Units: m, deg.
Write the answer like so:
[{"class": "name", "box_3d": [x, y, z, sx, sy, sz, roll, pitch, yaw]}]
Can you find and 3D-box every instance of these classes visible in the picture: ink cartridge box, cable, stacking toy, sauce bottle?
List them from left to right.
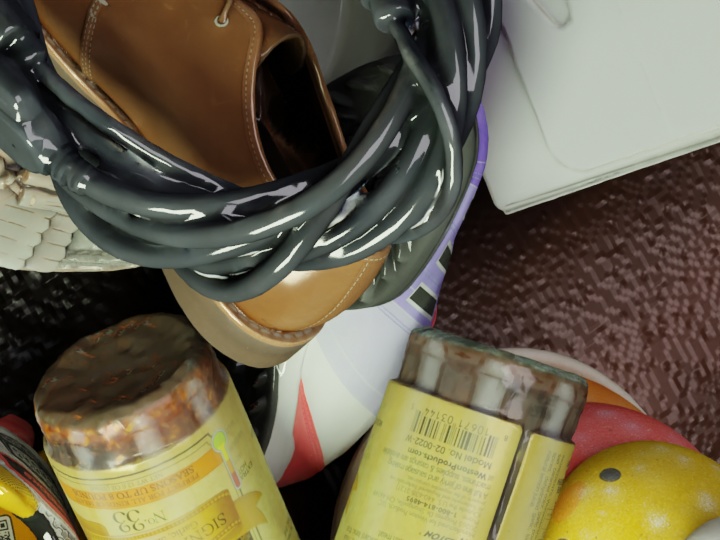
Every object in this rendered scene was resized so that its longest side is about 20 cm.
[{"class": "cable", "box_3d": [-0.039, -0.086, 0.811, 0.200, 0.051, 0.163, 40, 83, 18]}, {"class": "sauce bottle", "box_3d": [-0.043, 0.110, 0.938, 0.066, 0.066, 0.201, -37, 121, -22]}, {"class": "sauce bottle", "box_3d": [0.012, 0.119, 0.905, 0.064, 0.065, 0.201, 21, 89, -22]}, {"class": "stacking toy", "box_3d": [0.091, 0.097, 0.950, 0.145, 0.200, 0.147, 2, 86, -26]}, {"class": "ink cartridge box", "box_3d": [0.120, -0.131, 0.967, 0.200, 0.146, 0.147, -32, 102, -53]}]

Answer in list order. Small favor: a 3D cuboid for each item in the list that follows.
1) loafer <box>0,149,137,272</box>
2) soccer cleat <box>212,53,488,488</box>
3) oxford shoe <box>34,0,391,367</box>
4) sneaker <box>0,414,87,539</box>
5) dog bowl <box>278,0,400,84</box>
[{"class": "loafer", "box_3d": [-0.143, -0.041, 0.875, 0.199, 0.063, 0.072, 20, 103, -6]}, {"class": "soccer cleat", "box_3d": [0.000, 0.000, 0.932, 0.073, 0.200, 0.068, -15, 59, -38]}, {"class": "oxford shoe", "box_3d": [-0.052, -0.074, 0.860, 0.071, 0.071, 0.200, -29, 85, -48]}, {"class": "sneaker", "box_3d": [-0.106, 0.147, 0.914, 0.078, 0.082, 0.201, -20, 94, -3]}, {"class": "dog bowl", "box_3d": [-0.059, -0.105, 0.970, 0.199, 0.059, 0.201, 1, 87, -24]}]
